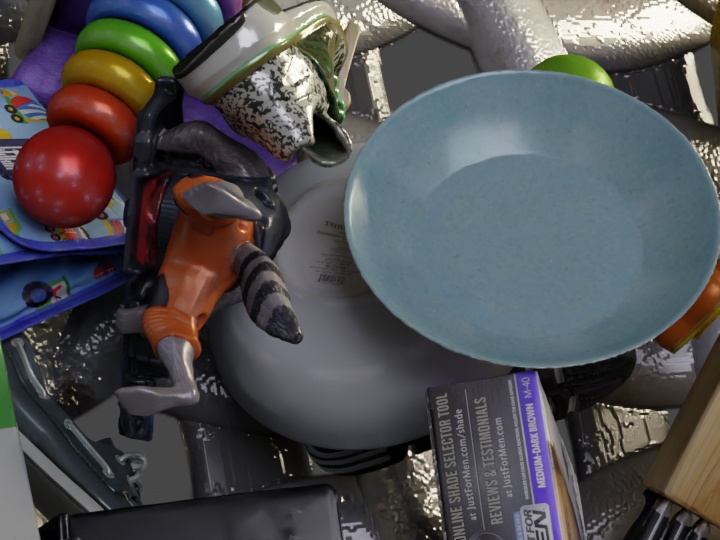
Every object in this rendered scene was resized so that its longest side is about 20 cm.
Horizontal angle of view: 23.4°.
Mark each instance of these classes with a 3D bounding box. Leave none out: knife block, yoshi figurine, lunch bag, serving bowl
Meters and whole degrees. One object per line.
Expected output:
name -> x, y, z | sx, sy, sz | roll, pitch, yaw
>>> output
knife block -> 0.195, 0.105, 0.971 | 0.175, 0.064, 0.201 | -17, 89, -3
yoshi figurine -> 0.150, -0.053, 1.036 | 0.200, 0.112, 0.112 | 43, 64, 12
lunch bag -> -0.221, -0.033, 0.959 | 0.200, 0.094, 0.151 | -19, 53, -40
serving bowl -> 0.000, 0.000, 0.992 | 0.199, 0.066, 0.201 | -8, 54, 12

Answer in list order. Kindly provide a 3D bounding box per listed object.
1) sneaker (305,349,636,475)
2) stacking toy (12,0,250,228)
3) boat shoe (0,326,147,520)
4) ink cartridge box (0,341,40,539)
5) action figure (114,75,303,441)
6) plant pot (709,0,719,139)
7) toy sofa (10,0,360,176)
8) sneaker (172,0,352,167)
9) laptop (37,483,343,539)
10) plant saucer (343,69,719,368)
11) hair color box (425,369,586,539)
sneaker -> 0.054, 0.039, 1.024 | 0.199, 0.076, 0.116 | -15, 60, -3
stacking toy -> -0.131, -0.109, 0.948 | 0.085, 0.085, 0.200 | 30, 61, -6
boat shoe -> -0.145, 0.108, 0.936 | 0.200, 0.073, 0.062 | 42, 60, 8
ink cartridge box -> -0.220, 0.143, 0.801 | 0.083, 0.146, 0.201 | -3, 76, -51
action figure -> -0.077, 0.011, 0.895 | 0.104, 0.201, 0.194 | 7, 20, 0
plant pot -> 0.340, -0.158, 1.185 | 0.176, 0.200, 0.201 | 4, 49, 1
toy sofa -> -0.107, -0.127, 1.060 | 0.199, 0.083, 0.098 | 21, 58, -11
sneaker -> -0.038, -0.091, 0.940 | 0.089, 0.077, 0.200 | 56, 16, 0
laptop -> -0.103, 0.219, 0.843 | 0.116, 0.200, 0.188 | 10, 60, -35
plant saucer -> 0.091, -0.022, 0.933 | 0.200, 0.039, 0.202 | 0, 53, 1
hair color box -> 0.087, 0.140, 0.937 | 0.065, 0.200, 0.110 | -11, 66, 10
